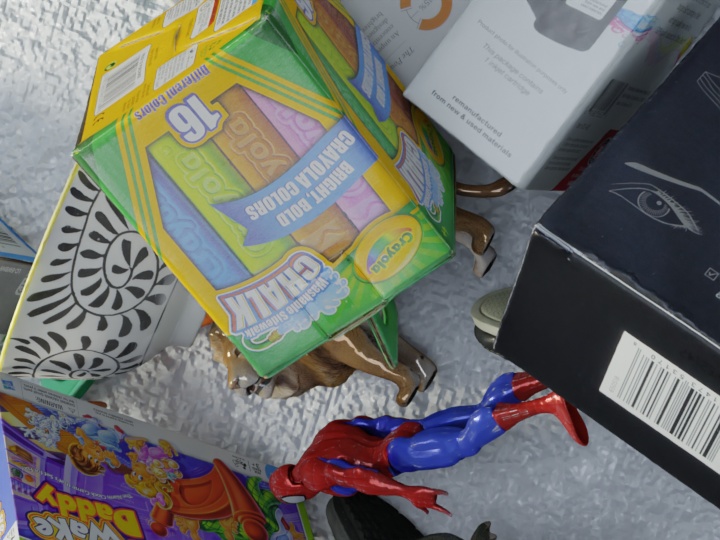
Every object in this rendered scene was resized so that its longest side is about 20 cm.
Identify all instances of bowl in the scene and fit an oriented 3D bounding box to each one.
[{"bbox_3d":[-0.119,-0.016,1.245,0.094,0.201,0.202,23,99,-4],"label":"bowl"}]

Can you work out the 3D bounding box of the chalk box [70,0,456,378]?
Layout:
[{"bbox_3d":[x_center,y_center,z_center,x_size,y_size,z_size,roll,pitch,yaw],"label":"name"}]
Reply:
[{"bbox_3d":[-0.030,-0.042,1.123,0.123,0.125,0.200,-33,113,17],"label":"chalk box"}]

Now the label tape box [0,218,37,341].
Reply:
[{"bbox_3d":[-0.300,0.030,1.349,0.144,0.063,0.200,42,103,22],"label":"label tape box"}]

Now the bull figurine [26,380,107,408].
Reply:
[{"bbox_3d":[-0.177,0.166,1.292,0.065,0.121,0.201,-2,104,7],"label":"bull figurine"}]

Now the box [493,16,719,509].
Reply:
[{"bbox_3d":[0.206,0.003,1.116,0.196,0.118,0.200,35,58,14],"label":"box"}]

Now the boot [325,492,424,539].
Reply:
[{"bbox_3d":[-0.003,0.223,1.233,0.131,0.068,0.200,-46,47,19],"label":"boot"}]

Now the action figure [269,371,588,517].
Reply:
[{"bbox_3d":[0.034,0.095,1.207,0.199,0.066,0.052,-15,114,29],"label":"action figure"}]

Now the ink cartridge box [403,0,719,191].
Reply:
[{"bbox_3d":[0.129,-0.144,1.173,0.083,0.146,0.200,39,102,13],"label":"ink cartridge box"}]

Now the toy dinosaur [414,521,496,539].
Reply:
[{"bbox_3d":[0.097,0.191,1.171,0.199,0.077,0.103,8,125,32],"label":"toy dinosaur"}]

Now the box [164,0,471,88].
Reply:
[{"bbox_3d":[-0.046,-0.172,1.197,0.124,0.097,0.200,-43,110,0],"label":"box"}]

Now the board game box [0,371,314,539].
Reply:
[{"bbox_3d":[-0.114,0.141,1.208,0.045,0.199,0.135,-52,34,25],"label":"board game box"}]

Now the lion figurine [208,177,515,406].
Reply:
[{"bbox_3d":[0.000,0.000,1.243,0.122,0.072,0.201,32,115,10],"label":"lion figurine"}]

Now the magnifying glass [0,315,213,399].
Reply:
[{"bbox_3d":[-0.170,0.053,1.340,0.199,0.022,0.080,-23,84,16],"label":"magnifying glass"}]

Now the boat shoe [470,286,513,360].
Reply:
[{"bbox_3d":[0.149,0.059,1.214,0.199,0.072,0.068,17,122,22],"label":"boat shoe"}]
